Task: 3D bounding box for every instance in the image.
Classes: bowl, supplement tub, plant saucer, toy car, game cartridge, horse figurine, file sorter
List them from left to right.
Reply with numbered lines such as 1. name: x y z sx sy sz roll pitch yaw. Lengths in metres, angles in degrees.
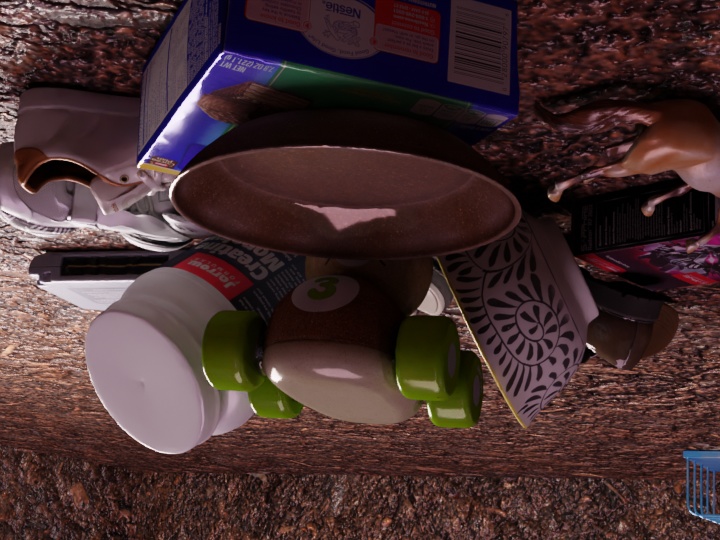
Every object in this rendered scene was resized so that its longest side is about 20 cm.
1. game cartridge: -0.230 0.013 1.248 0.200 0.041 0.133 0 160 18
2. supplement tub: -0.107 0.044 0.952 0.140 0.140 0.200 -9 -162 41
3. plant saucer: -0.008 -0.049 0.678 0.200 0.037 0.200 3 164 1
4. toy car: 0.000 0.000 0.831 0.164 0.200 0.158 1 160 18
5. bowl: 0.130 0.015 0.945 0.094 0.201 0.201 -26 158 7
6. horse figurine: 0.212 -0.071 0.780 0.200 0.050 0.133 20 147 -27
7. file sorter: 0.711 0.417 2.245 0.139 0.123 0.200 -4 162 31

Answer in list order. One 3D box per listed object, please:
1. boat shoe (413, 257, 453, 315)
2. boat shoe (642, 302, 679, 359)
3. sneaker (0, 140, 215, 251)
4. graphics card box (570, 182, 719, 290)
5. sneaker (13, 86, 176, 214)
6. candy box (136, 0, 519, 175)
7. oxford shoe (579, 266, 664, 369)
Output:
1. boat shoe: 0.053 0.004 1.058 0.067 0.057 0.200 40 170 -1
2. boat shoe: 0.235 0.047 1.198 0.200 0.071 0.065 4 -159 -28
3. sneaker: -0.180 -0.064 0.893 0.200 0.075 0.115 13 163 -43
4. graphics card box: 0.281 -0.030 0.918 0.200 0.051 0.125 -11 158 42
5. sneaker: -0.141 -0.075 0.822 0.200 0.085 0.073 3 163 1
6. candy box: -0.028 -0.105 0.692 0.169 0.077 0.200 9 165 -21
7. oxford shoe: 0.178 0.036 1.043 0.073 0.084 0.200 6 -168 -27
